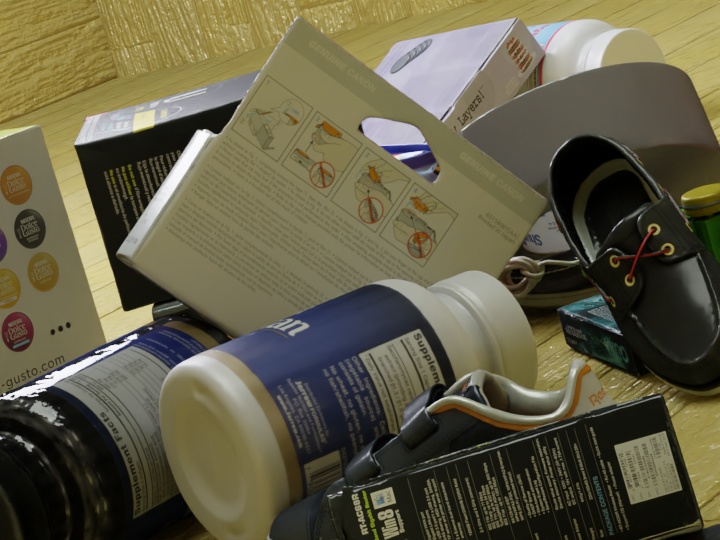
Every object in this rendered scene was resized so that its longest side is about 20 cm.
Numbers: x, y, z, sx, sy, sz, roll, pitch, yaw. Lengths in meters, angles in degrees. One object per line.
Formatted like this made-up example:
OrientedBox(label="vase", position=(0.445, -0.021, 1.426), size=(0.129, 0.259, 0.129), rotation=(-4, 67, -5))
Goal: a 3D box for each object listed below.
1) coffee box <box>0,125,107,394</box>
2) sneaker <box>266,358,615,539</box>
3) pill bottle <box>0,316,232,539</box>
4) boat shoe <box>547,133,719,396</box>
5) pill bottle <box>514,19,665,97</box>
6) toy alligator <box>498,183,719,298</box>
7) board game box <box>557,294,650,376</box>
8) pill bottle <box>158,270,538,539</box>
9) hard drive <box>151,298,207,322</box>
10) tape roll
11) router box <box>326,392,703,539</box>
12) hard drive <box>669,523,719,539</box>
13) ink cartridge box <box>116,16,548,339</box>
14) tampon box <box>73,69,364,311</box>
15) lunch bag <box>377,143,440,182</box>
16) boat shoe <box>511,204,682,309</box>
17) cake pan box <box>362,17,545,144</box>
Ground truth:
OrientedBox(label="coffee box", position=(-0.347, 0.016, 2.118), size=(0.200, 0.199, 0.199), rotation=(-5, 15, 47))
OrientedBox(label="sneaker", position=(0.040, 0.097, 1.437), size=(0.199, 0.080, 0.078), rotation=(-15, 11, 12))
OrientedBox(label="pill bottle", position=(-0.152, 0.107, 1.580), size=(0.112, 0.112, 0.200), rotation=(-7, 14, 42))
OrientedBox(label="boat shoe", position=(0.164, -0.004, 1.614), size=(0.074, 0.063, 0.202), rotation=(-41, 41, 13))
OrientedBox(label="pill bottle", position=(0.186, -0.175, 2.579), size=(0.108, 0.109, 0.200), rotation=(-23, 13, -35))
OrientedBox(label="toy alligator", position=(0.180, -0.017, 1.717), size=(0.199, 0.060, 0.054), rotation=(-10, 12, 33))
OrientedBox(label="board game box", position=(0.235, 0.012, 1.726), size=(0.199, 0.028, 0.135), rotation=(-19, 10, -11))
OrientedBox(label="pill bottle", position=(-0.002, 0.070, 1.549), size=(0.199, 0.112, 0.111), rotation=(-22, 12, -31))
OrientedBox(label="hard drive", position=(-0.047, 0.003, 2.025), size=(0.199, 0.033, 0.140), rotation=(-15, 10, 4))
OrientedBox(label="tape roll", position=(0.146, -0.063, 1.908), size=(0.199, 0.066, 0.200), rotation=(-19, -20, -7))
OrientedBox(label="router box", position=(0.073, 0.104, 1.252), size=(0.149, 0.062, 0.200), rotation=(-18, -5, 4))
OrientedBox(label="hard drive", position=(0.181, 0.130, 1.137), size=(0.199, 0.043, 0.135), rotation=(-16, 10, 4))
OrientedBox(label="ink cartridge box", position=(-0.015, -0.024, 1.649), size=(0.174, 0.200, 0.044), rotation=(-57, 18, -6))
OrientedBox(label="tampon box", position=(-0.092, -0.070, 2.026), size=(0.199, 0.127, 0.150), rotation=(-16, 11, 0))
OrientedBox(label="lunch bag", position=(0.000, 0.000, 1.808), size=(0.094, 0.151, 0.200), rotation=(-19, 11, -21))
OrientedBox(label="boat shoe", position=(0.187, -0.020, 1.871), size=(0.199, 0.065, 0.073), rotation=(-12, 11, 20))
OrientedBox(label="cake pan box", position=(0.050, -0.138, 2.537), size=(0.184, 0.052, 0.200), rotation=(-10, 38, 53))
